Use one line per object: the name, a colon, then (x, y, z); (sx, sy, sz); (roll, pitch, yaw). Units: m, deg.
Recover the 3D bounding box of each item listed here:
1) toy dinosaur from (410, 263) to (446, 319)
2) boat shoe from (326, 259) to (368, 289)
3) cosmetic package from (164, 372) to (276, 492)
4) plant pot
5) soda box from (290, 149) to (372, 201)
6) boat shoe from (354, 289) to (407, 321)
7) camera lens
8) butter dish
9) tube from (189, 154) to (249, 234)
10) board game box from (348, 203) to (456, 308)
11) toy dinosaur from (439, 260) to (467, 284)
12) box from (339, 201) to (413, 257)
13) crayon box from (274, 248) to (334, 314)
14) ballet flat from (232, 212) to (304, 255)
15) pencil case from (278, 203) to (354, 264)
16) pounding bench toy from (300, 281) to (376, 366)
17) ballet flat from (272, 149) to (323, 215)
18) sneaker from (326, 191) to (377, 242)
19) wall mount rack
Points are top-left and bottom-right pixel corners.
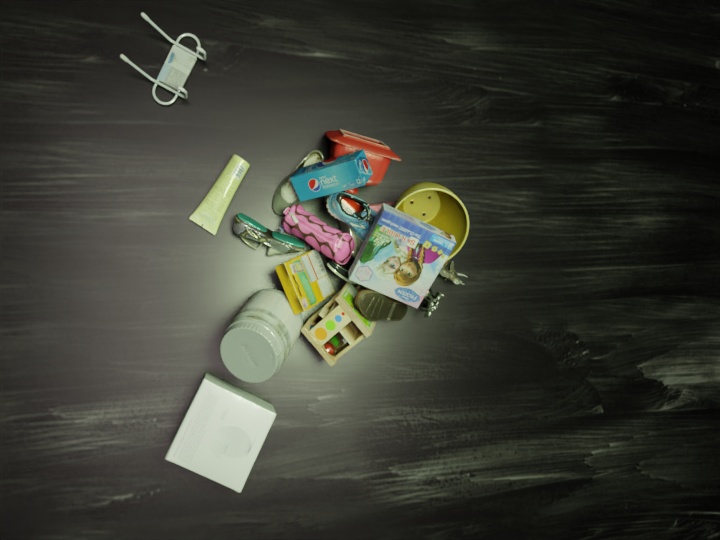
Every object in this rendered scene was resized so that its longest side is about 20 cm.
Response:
toy dinosaur: (0.156, 0.050, 1.496); (0.136, 0.200, 0.102); (47, 34, -1)
boat shoe: (0.001, 0.001, 1.457); (0.196, 0.075, 0.067); (27, 107, -30)
cosmetic package: (-0.339, 0.391, 1.351); (0.196, 0.123, 0.204); (29, 81, -13)
plant pot: (0.161, -0.137, 1.370); (0.193, 0.143, 0.205); (-1, 121, -1)
soda box: (-0.072, -0.233, 1.362); (0.069, 0.195, 0.065); (65, 33, -25)
boat shoe: (0.040, 0.086, 1.410); (0.198, 0.067, 0.073); (24, 96, -51)
camera lens: (-0.235, 0.152, 1.336); (0.155, 0.201, 0.165); (5, 115, 11)
butter dish: (-0.011, -0.276, 1.459); (0.194, 0.201, 0.152); (14, 108, -14)
tube: (-0.357, -0.200, 1.418); (0.057, 0.052, 0.204); (25, 83, 30)
board game box: (0.097, -0.030, 1.322); (0.195, 0.042, 0.203); (21, 117, -13)
toy dinosaur: (0.219, -0.048, 1.556); (0.100, 0.077, 0.206); (-7, 78, -32)
box: (0.050, -0.110, 1.485); (0.194, 0.109, 0.132); (-9, 90, -15)
crayon box: (-0.143, 0.028, 1.388); (0.050, 0.200, 0.129); (-21, 94, 21)
ballet flat: (-0.244, -0.079, 1.437); (0.196, 0.072, 0.074); (25, 81, -12)
pencil case: (-0.109, -0.094, 1.406); (0.197, 0.094, 0.092); (29, 72, 24)
pounding bench toy: (-0.051, 0.129, 1.447); (0.155, 0.200, 0.125); (-40, 95, 19)
ballet flat: (-0.166, -0.238, 1.457); (0.067, 0.064, 0.202); (37, 79, -4)
sneaker: (0.006, -0.127, 1.371); (0.197, 0.090, 0.080); (30, 80, -13)
wall mount rack: (-0.489, -0.532, 1.381); (0.170, 0.074, 0.205); (25, 81, -12)
